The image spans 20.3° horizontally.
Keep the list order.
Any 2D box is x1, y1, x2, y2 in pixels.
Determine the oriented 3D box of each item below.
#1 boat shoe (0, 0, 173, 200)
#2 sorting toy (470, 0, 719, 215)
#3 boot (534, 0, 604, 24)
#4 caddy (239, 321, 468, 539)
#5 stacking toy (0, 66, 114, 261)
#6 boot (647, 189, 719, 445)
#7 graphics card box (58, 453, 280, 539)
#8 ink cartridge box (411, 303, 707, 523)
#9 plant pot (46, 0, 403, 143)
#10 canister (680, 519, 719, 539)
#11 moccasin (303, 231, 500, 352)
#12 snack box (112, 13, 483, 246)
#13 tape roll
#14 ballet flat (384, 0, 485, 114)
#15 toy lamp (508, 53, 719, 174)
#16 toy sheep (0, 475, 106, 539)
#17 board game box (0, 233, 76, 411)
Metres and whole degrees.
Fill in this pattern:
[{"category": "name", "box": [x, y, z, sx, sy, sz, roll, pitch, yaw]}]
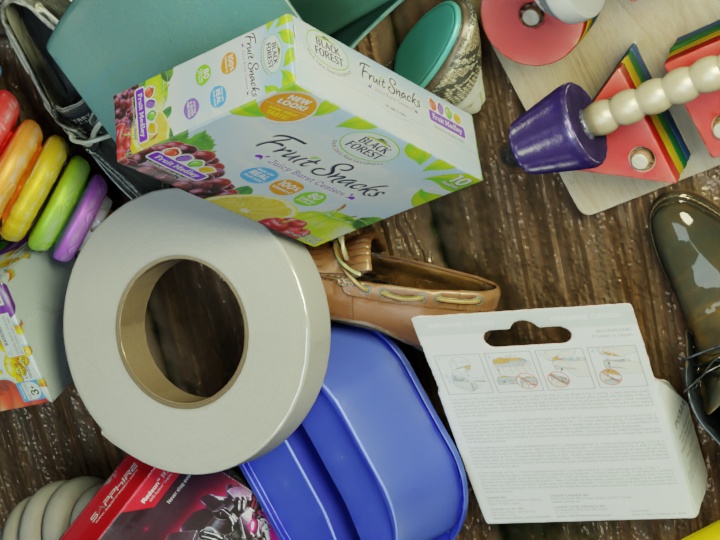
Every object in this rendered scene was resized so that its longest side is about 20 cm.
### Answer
[{"category": "boat shoe", "box": [-0.191, -0.116, 1.435, 0.071, 0.064, 0.200, -27, 104, 30]}, {"category": "sorting toy", "box": [0.178, -0.144, 1.276, 0.199, 0.070, 0.200, -22, 106, 29]}, {"category": "boot", "box": [0.089, -0.230, 1.229, 0.095, 0.073, 0.200, -21, 66, 35]}, {"category": "caddy", "box": [-0.005, 0.128, 1.463, 0.141, 0.105, 0.200, -29, 89, 44]}, {"category": "stacking toy", "box": [-0.224, -0.051, 1.473, 0.200, 0.116, 0.110, 28, 118, -10]}, {"category": "boot", "box": [0.247, 0.045, 1.329, 0.075, 0.097, 0.200, -27, 104, 30]}, {"category": "graphics card box", "box": [-0.111, 0.214, 1.507, 0.200, 0.051, 0.126, 39, 90, -29]}, {"category": "ink cartridge box", "box": [0.141, 0.092, 1.400, 0.162, 0.057, 0.200, -5, 123, 24]}, {"category": "plant pot", "box": [-0.101, -0.175, 1.331, 0.200, 0.141, 0.141, -28, 103, 35]}, {"category": "canister", "box": [0.277, 0.245, 1.426, 0.200, 0.087, 0.149, -34, 99, 33]}, {"category": "moccasin", "box": [-0.001, 0.001, 1.416, 0.201, 0.074, 0.078, 21, 117, 10]}, {"category": "snack box", "box": [-0.036, -0.083, 1.262, 0.142, 0.200, 0.053, -22, 64, 31]}, {"category": "tape roll", "box": [-0.117, 0.042, 1.404, 0.202, 0.037, 0.203, 2, 94, 25]}, {"category": "ballet flat", "box": [0.036, -0.114, 1.348, 0.075, 0.068, 0.200, 22, 142, -29]}, {"category": "toy lamp", "box": [0.182, -0.109, 1.219, 0.200, 0.058, 0.058, -23, 105, 27]}, {"category": "toy sheep", "box": [-0.215, 0.221, 1.574, 0.200, 0.138, 0.138, -29, 102, 30]}, {"category": "board game box", "box": [-0.314, 0.049, 1.542, 0.200, 0.105, 0.103, -12, 110, 25]}]
